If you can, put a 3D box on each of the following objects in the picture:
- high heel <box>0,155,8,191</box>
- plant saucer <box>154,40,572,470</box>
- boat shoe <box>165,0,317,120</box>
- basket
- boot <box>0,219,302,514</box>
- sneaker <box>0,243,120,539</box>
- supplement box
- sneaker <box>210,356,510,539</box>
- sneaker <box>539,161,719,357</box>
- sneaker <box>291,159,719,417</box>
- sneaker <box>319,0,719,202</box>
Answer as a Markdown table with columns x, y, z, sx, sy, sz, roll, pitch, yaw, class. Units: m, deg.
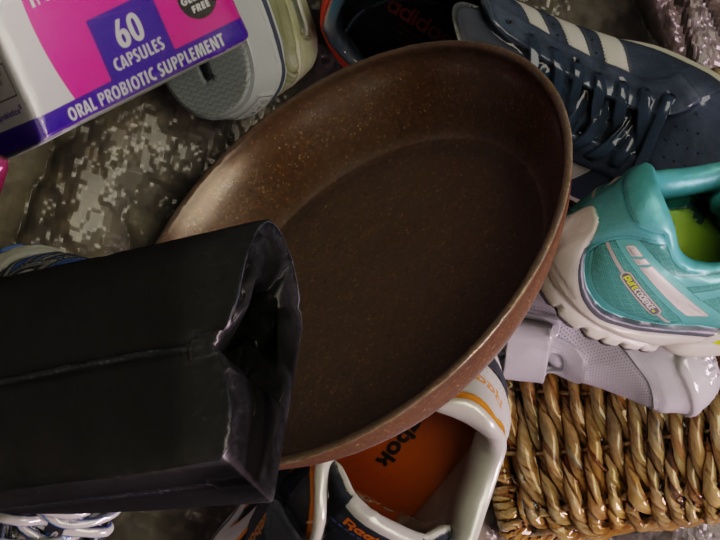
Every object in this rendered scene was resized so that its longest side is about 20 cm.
| x | y | z | sx | sy | sz | roll | pitch | yaw | class |
| --- | --- | --- | --- | --- | --- | --- | --- | --- | --- |
| -0.201 | -0.073 | 0.878 | 0.200 | 0.096 | 0.067 | 54 | 24 | 21 | high heel |
| 0.000 | 0.000 | 0.958 | 0.037 | 0.200 | 0.201 | 50 | 60 | -37 | plant saucer |
| -0.075 | -0.160 | 1.031 | 0.062 | 0.072 | 0.201 | -30 | 105 | -56 | boat shoe |
| 0.138 | 0.015 | 1.139 | 0.143 | 0.148 | 0.201 | -4 | 85 | -66 | basket |
| -0.116 | 0.006 | 0.889 | 0.066 | 0.199 | 0.166 | 15 | 69 | -55 | boot |
| -0.127 | 0.085 | 0.947 | 0.077 | 0.085 | 0.201 | 9 | 80 | -31 | sneaker |
| -0.143 | -0.150 | 0.958 | 0.101 | 0.103 | 0.201 | -30 | 98 | -31 | supplement box |
| -0.011 | 0.110 | 0.972 | 0.078 | 0.079 | 0.201 | 27 | 104 | -12 | sneaker |
| 0.162 | -0.004 | 0.986 | 0.199 | 0.080 | 0.078 | 3 | 59 | -34 | sneaker |
| 0.042 | 0.028 | 1.036 | 0.199 | 0.075 | 0.115 | 32 | 73 | 14 | sneaker |
| 0.070 | -0.073 | 1.036 | 0.199 | 0.084 | 0.075 | 21 | 97 | 14 | sneaker |
